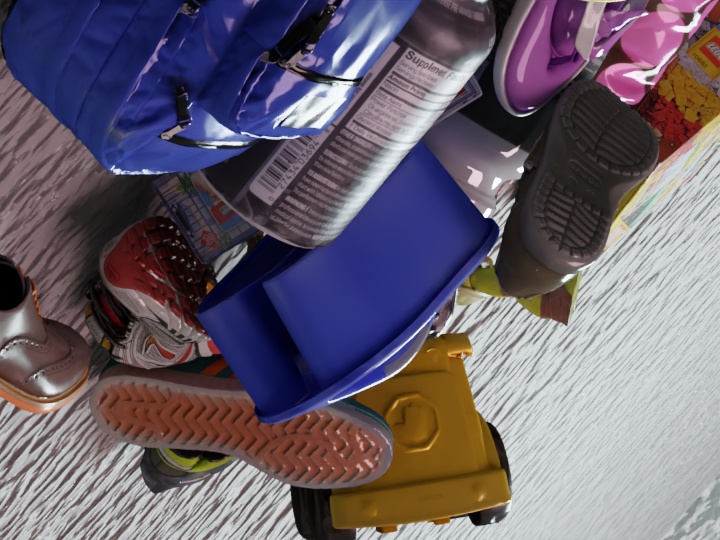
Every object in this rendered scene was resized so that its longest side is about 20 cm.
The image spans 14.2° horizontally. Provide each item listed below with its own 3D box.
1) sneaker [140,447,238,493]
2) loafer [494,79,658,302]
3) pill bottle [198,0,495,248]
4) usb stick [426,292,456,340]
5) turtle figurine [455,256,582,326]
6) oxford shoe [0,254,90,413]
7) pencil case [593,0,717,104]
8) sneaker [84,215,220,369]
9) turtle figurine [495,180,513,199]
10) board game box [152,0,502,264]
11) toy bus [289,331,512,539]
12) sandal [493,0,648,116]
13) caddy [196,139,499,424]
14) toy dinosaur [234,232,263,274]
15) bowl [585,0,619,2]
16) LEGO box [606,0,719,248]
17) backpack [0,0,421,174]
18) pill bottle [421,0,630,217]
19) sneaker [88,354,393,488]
[{"bbox_3d":[-0.088,0.096,2.063,0.200,0.074,0.081,-27,168,-43],"label":"sneaker"},{"bbox_3d":[0.122,-0.049,1.750,0.070,0.075,0.200,-46,-175,36],"label":"loafer"},{"bbox_3d":[0.002,-0.116,1.563,0.200,0.106,0.106,-50,162,21],"label":"pill bottle"},{"bbox_3d":[0.000,0.000,1.882,0.033,0.200,0.056,7,98,-32],"label":"usb stick"},{"bbox_3d":[0.072,0.001,2.013,0.200,0.161,0.065,36,66,-84],"label":"turtle figurine"},{"bbox_3d":[-0.202,0.033,1.664,0.073,0.071,0.200,-57,160,9],"label":"oxford shoe"},{"bbox_3d":[0.214,-0.210,2.076,0.094,0.091,0.200,-21,150,-54],"label":"pencil case"},{"bbox_3d":[-0.131,0.026,1.770,0.082,0.078,0.200,-21,164,2],"label":"sneaker"},{"bbox_3d":[0.065,-0.089,1.977,0.150,0.101,0.200,-42,169,-1],"label":"turtle figurine"},{"bbox_3d":[0.008,-0.102,1.703,0.200,0.062,0.200,-28,-174,37],"label":"board game box"},{"bbox_3d":[0.014,0.088,1.986,0.135,0.193,0.200,-10,179,-10],"label":"toy bus"},{"bbox_3d":[0.155,-0.175,1.741,0.203,0.050,0.082,-51,138,-3],"label":"sandal"},{"bbox_3d":[-0.001,0.013,1.717,0.141,0.105,0.200,-24,-163,46],"label":"caddy"},{"bbox_3d":[-0.054,-0.002,1.859,0.200,0.058,0.101,104,-8,-71],"label":"toy dinosaur"},{"bbox_3d":[0.097,-0.240,1.672,0.201,0.201,0.094,-35,-171,-35],"label":"bowl"},{"bbox_3d":[0.221,-0.104,2.258,0.149,0.077,0.200,-39,171,-27],"label":"LEGO box"},{"bbox_3d":[-0.077,-0.138,1.456,0.200,0.168,0.162,-51,155,19],"label":"backpack"},{"bbox_3d":[0.086,-0.130,1.832,0.200,0.116,0.116,-60,160,6],"label":"pill bottle"},{"bbox_3d":[-0.071,0.083,1.875,0.080,0.199,0.072,-69,171,-58],"label":"sneaker"}]
